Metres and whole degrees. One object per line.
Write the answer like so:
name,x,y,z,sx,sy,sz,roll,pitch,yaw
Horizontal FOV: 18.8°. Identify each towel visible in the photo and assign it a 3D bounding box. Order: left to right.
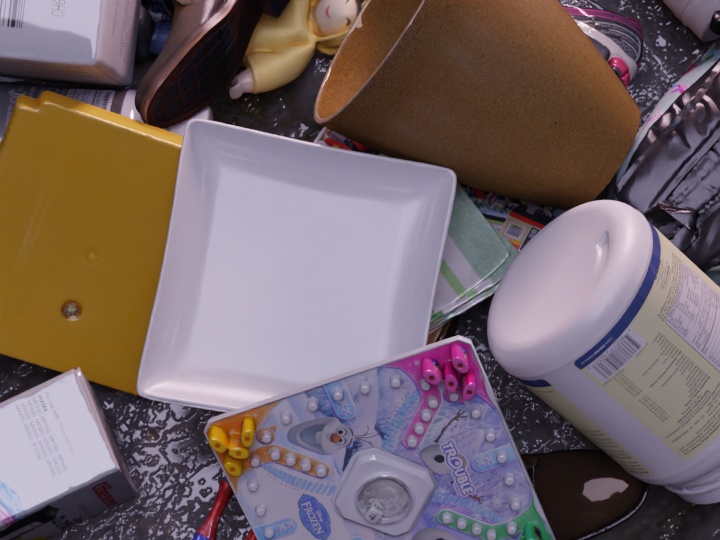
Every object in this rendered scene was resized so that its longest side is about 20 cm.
towel,0.000,0.000,1.598,0.199,0.023,0.153,-34,60,-7

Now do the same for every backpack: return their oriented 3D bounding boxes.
backpack,0.276,-0.073,1.618,0.200,0.127,0.167,-44,74,-10

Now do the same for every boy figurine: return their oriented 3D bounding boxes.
boy figurine,-0.078,-0.191,1.683,0.199,0.064,0.125,3,70,4

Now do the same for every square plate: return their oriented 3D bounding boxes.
square plate,-0.044,0.009,1.536,0.197,0.028,0.201,11,84,-5

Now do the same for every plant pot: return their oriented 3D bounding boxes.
plant pot,0.099,-0.135,1.581,0.199,0.186,0.187,31,77,-14

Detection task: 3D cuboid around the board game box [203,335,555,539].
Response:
board game box,0.017,0.161,1.528,0.199,0.026,0.201,-19,116,11

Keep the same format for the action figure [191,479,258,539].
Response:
action figure,-0.122,0.255,1.580,0.065,0.052,0.201,26,82,12

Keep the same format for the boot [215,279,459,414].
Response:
boot,-0.016,0.048,1.621,0.154,0.074,0.201,23,72,13

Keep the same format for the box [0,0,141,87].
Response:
box,-0.262,-0.246,1.584,0.198,0.131,0.201,6,87,4

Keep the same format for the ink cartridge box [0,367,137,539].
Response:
ink cartridge box,-0.268,0.158,1.554,0.199,0.146,0.083,-25,78,-5

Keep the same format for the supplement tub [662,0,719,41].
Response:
supplement tub,0.245,-0.291,1.671,0.132,0.132,0.200,-38,78,-9

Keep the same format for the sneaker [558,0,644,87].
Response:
sneaker,0.123,-0.193,1.683,0.199,0.081,0.075,28,49,7

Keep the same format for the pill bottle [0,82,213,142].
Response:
pill bottle,-0.213,-0.081,1.631,0.199,0.114,0.115,4,76,1

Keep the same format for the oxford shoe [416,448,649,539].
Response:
oxford shoe,0.115,0.166,1.582,0.199,0.084,0.073,-8,74,-3

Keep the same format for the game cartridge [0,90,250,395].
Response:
game cartridge,-0.194,-0.018,1.580,0.175,0.032,0.201,18,110,-15

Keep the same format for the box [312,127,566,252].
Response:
box,0.073,-0.080,1.668,0.199,0.035,0.110,32,78,8

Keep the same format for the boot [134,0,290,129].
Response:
boot,-0.129,-0.190,1.617,0.097,0.075,0.200,25,59,22

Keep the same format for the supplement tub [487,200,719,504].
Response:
supplement tub,0.203,0.061,1.541,0.200,0.145,0.145,40,77,-25
